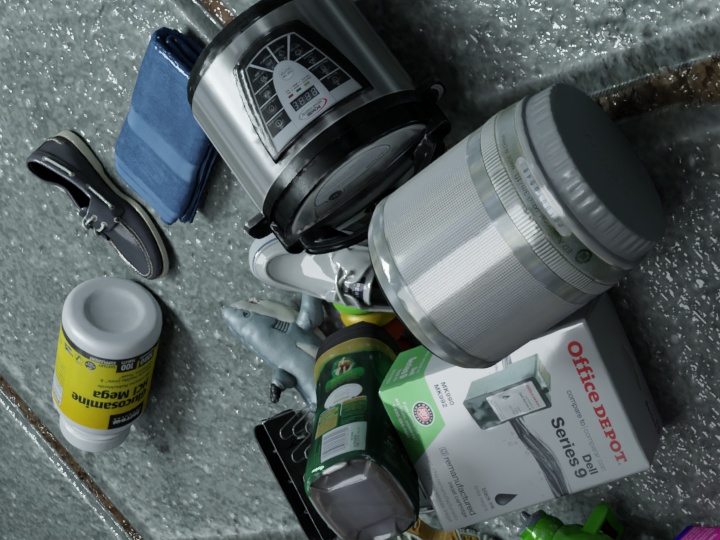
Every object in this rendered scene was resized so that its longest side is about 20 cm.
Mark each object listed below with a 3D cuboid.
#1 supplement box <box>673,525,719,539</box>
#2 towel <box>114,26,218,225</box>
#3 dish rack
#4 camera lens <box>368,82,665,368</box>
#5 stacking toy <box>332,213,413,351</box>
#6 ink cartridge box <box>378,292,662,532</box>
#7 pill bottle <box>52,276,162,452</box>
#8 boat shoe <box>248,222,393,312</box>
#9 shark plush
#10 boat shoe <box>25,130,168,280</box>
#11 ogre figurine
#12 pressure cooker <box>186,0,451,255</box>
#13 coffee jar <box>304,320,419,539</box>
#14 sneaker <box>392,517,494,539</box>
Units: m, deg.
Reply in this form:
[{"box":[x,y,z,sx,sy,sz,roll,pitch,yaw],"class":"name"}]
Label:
[{"box":[0.338,0.283,1.386,0.199,0.103,0.102,-3,112,48],"class":"supplement box"},{"box":[-0.186,-0.143,1.684,0.112,0.048,0.201,44,140,15],"class":"towel"},{"box":[-0.010,0.200,1.729,0.199,0.054,0.155,-18,102,50],"class":"dish rack"},{"box":[0.117,-0.030,1.316,0.199,0.160,0.161,-36,88,27],"class":"camera lens"},{"box":[0.007,0.021,1.581,0.085,0.085,0.202,7,127,43],"class":"stacking toy"},{"box":[0.138,0.118,1.433,0.198,0.084,0.147,-21,102,23],"class":"ink cartridge box"},{"box":[-0.292,0.113,1.915,0.112,0.112,0.201,38,138,21],"class":"pill bottle"},{"box":[0.000,0.000,1.485,0.197,0.066,0.074,0,122,-3],"class":"boat shoe"},{"box":[-0.063,0.112,1.670,0.091,0.083,0.202,-45,64,54],"class":"shark plush"},{"box":[-0.289,-0.061,1.833,0.200,0.063,0.073,50,140,8],"class":"boat shoe"},{"box":[0.211,0.278,1.525,0.200,0.098,0.121,40,160,50],"class":"ogre figurine"},{"box":[-0.028,-0.121,1.425,0.201,0.178,0.176,55,139,15],"class":"pressure cooker"},{"box":[0.003,0.140,1.495,0.085,0.201,0.105,-24,121,18],"class":"coffee jar"},{"box":[0.076,0.295,1.676,0.199,0.076,0.088,27,151,3],"class":"sneaker"}]
